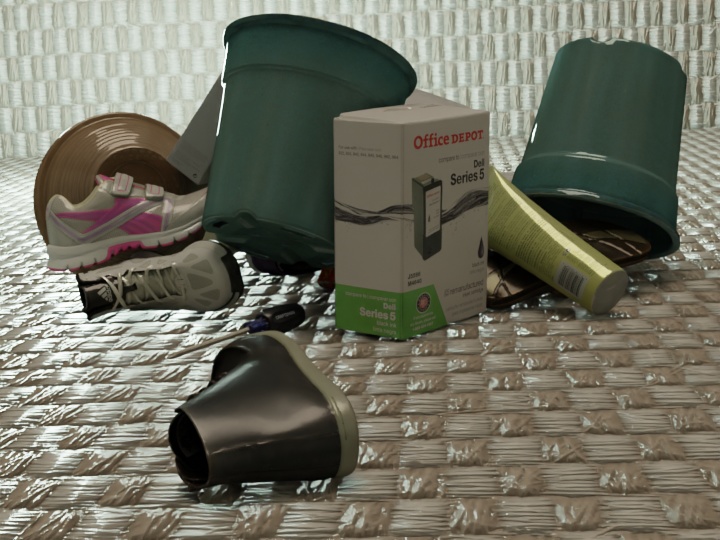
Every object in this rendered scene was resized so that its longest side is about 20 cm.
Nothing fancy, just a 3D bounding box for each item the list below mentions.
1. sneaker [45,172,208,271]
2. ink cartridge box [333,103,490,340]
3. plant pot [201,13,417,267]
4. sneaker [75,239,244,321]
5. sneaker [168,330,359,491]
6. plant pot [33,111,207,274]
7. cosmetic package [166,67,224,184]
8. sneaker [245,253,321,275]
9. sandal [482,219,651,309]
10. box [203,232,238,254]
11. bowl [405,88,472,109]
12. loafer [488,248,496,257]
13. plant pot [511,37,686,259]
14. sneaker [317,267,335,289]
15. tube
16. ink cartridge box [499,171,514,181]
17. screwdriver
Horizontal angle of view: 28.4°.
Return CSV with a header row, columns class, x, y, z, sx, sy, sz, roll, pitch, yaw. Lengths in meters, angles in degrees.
class,x,y,z,sx,sy,sz,roll,pitch,yaw
sneaker,-0.241,-0.064,1.493,0.199,0.089,0.081,-17,7,-16
ink cartridge box,0.049,-0.050,1.337,0.084,0.201,0.145,9,15,37
plant pot,-0.061,-0.117,1.393,0.199,0.197,0.200,12,-13,3
sneaker,-0.213,0.023,1.431,0.200,0.076,0.115,-4,14,46
sneaker,-0.087,0.088,0.944,0.106,0.075,0.200,-5,11,-24
plant pot,-0.258,-0.082,1.583,0.200,0.202,0.093,-6,-1,-20
cosmetic package,-0.130,-0.178,1.608,0.052,0.151,0.200,38,13,6
sneaker,-0.031,-0.032,1.681,0.199,0.076,0.087,-22,23,-35
sandal,0.201,0.003,1.444,0.199,0.055,0.082,-23,43,-21
box,-0.114,-0.084,1.735,0.199,0.069,0.082,-27,-5,16
bowl,0.069,-0.156,1.727,0.199,0.075,0.200,17,33,-6
loafer,0.141,-0.024,1.558,0.200,0.071,0.068,6,13,40
plant pot,0.268,-0.137,1.569,0.199,0.197,0.200,13,-14,3
sneaker,0.000,0.000,1.524,0.077,0.073,0.200,22,6,-9
tube,0.175,-0.028,1.400,0.058,0.052,0.200,-30,48,-27
ink cartridge box,0.115,-0.078,1.835,0.199,0.085,0.144,-10,13,-39
screwdriver,-0.111,0.053,1.282,0.028,0.029,0.200,3,6,31
